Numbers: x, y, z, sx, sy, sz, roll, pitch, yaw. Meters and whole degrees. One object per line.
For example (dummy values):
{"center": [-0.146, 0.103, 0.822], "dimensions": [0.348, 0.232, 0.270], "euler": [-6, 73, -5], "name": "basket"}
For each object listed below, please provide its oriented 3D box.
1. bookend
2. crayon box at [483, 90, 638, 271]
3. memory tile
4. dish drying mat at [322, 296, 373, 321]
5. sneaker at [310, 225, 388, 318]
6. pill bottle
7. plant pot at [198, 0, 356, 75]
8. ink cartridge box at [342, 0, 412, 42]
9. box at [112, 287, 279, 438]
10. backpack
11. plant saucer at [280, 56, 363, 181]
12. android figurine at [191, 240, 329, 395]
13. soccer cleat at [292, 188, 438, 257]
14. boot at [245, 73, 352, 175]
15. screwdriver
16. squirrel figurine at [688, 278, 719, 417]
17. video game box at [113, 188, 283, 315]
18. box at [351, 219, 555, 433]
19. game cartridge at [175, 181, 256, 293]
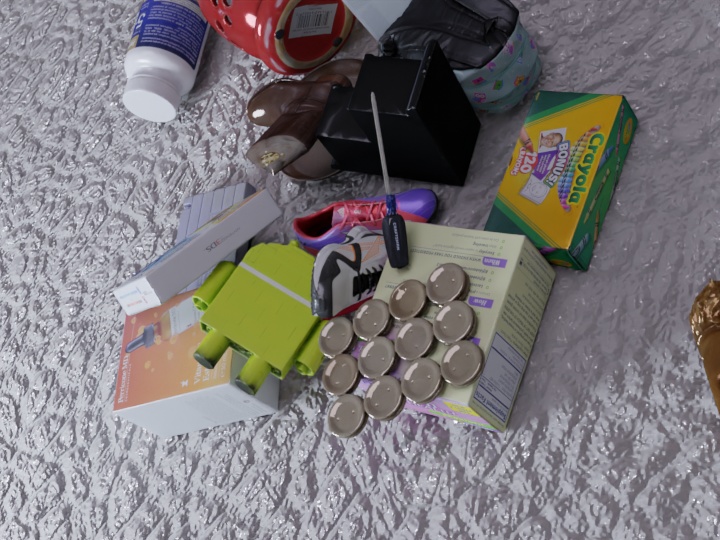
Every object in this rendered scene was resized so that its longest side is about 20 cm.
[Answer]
{"center": [0.025, -0.200, 1.342], "dimensions": [0.197, 0.199, 0.094], "euler": [10, 72, 27], "name": "bookend"}
{"center": [0.234, -0.108, 1.259], "dimensions": [0.117, 0.058, 0.203], "euler": [11, 72, 39], "name": "crayon box"}
{"center": [0.041, 0.088, 1.187], "dimensions": [0.198, 0.017, 0.155], "euler": [-27, 52, 22], "name": "memory tile"}
{"center": [-0.072, 0.036, 1.351], "dimensions": [0.197, 0.018, 0.078], "euler": [-18, 63, -15], "name": "dish drying mat"}
{"center": [0.000, 0.000, 1.277], "dimensions": [0.079, 0.075, 0.200], "euler": [13, 28, 18], "name": "sneaker"}
{"center": [-0.317, -0.351, 1.745], "dimensions": [0.118, 0.120, 0.203], "euler": [-5, 62, 33], "name": "pill bottle"}
{"center": [-0.116, -0.397, 1.582], "dimensions": [0.201, 0.200, 0.183], "euler": [-46, 56, 4], "name": "plant pot"}
{"center": [0.019, -0.417, 1.489], "dimensions": [0.083, 0.200, 0.178], "euler": [-28, 52, 19], "name": "ink cartridge box"}
{"center": [-0.212, 0.117, 1.418], "dimensions": [0.197, 0.106, 0.155], "euler": [-16, 57, 27], "name": "box"}
{"center": [0.137, -0.291, 1.385], "dimensions": [0.199, 0.126, 0.168], "euler": [29, 84, 44], "name": "backpack"}
{"center": [-0.041, -0.210, 1.530], "dimensions": [0.197, 0.032, 0.204], "euler": [-17, 58, 27], "name": "plant saucer"}
{"center": [-0.112, 0.049, 1.308], "dimensions": [0.180, 0.041, 0.201], "euler": [27, 64, 11], "name": "android figurine"}
{"center": [0.005, -0.065, 1.388], "dimensions": [0.197, 0.073, 0.069], "euler": [-17, 55, 27], "name": "soccer cleat"}
{"center": [-0.118, -0.189, 1.452], "dimensions": [0.184, 0.065, 0.201], "euler": [-13, 31, 33], "name": "boot"}
{"center": [0.033, -0.103, 1.231], "dimensions": [0.029, 0.028, 0.204], "euler": [-3, 94, 26], "name": "screwdriver"}
{"center": [0.411, 0.073, 0.987], "dimensions": [0.184, 0.142, 0.203], "euler": [-20, 57, 17], "name": "squirrel figurine"}
{"center": [-0.214, -0.021, 1.390], "dimensions": [0.199, 0.047, 0.181], "euler": [-39, 13, -25], "name": "video game box"}
{"center": [0.104, 0.060, 1.233], "dimensions": [0.174, 0.097, 0.203], "euler": [8, 69, 38], "name": "box"}
{"center": [-0.215, -0.024, 1.549], "dimensions": [0.128, 0.038, 0.203], "euler": [-8, 61, 27], "name": "game cartridge"}
